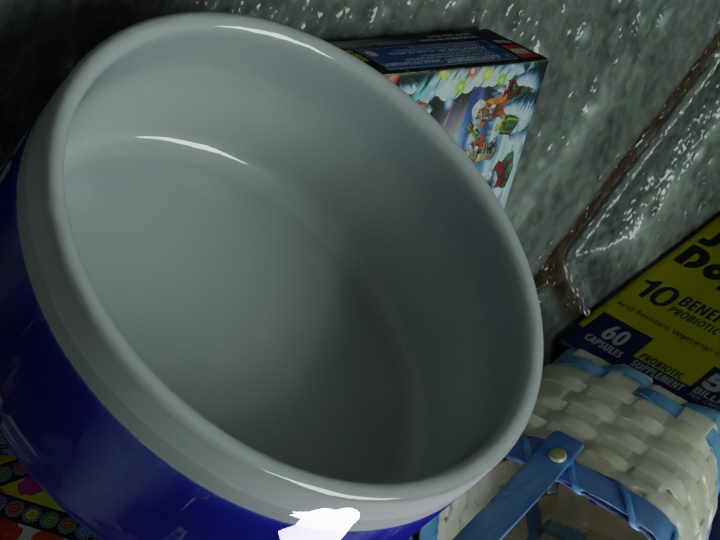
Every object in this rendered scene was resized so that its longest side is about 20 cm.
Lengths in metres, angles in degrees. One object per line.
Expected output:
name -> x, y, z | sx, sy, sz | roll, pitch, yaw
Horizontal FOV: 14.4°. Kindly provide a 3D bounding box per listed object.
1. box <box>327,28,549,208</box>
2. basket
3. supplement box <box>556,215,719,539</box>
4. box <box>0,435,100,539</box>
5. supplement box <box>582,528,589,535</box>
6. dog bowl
box -> 0.000, 0.000, 1.201 | 0.137, 0.040, 0.200 | -10, 122, -49
basket -> 0.080, 0.148, 1.316 | 0.200, 0.139, 0.177 | -49, 153, -44
supplement box -> 0.203, 0.049, 1.447 | 0.200, 0.109, 0.110 | -35, 139, -35
box -> -0.077, 0.177, 1.074 | 0.200, 0.122, 0.193 | 74, 17, -48
supplement box -> 0.193, 0.185, 1.521 | 0.200, 0.126, 0.074 | -5, 116, -53
dog bowl -> -0.038, 0.011, 1.008 | 0.200, 0.200, 0.079 | -21, 163, -45
